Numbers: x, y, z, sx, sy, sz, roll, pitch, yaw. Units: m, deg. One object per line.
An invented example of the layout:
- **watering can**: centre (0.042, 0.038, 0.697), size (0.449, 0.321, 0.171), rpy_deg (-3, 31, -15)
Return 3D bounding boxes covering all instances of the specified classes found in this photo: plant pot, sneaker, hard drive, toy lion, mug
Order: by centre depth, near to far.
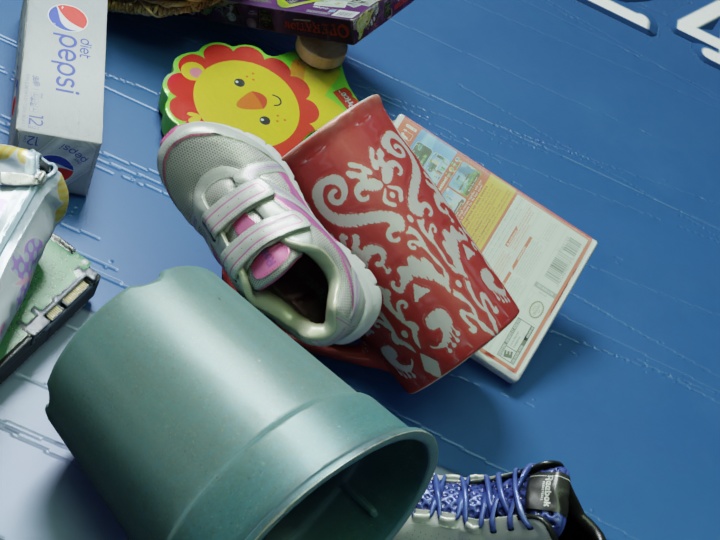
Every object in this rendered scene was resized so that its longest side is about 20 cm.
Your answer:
- **plant pot**: centre (-0.088, 0.113, 0.883), size (0.200, 0.200, 0.196), rpy_deg (-25, 59, -39)
- **sneaker**: centre (-0.065, -0.026, 0.955), size (0.200, 0.081, 0.088), rpy_deg (44, 9, -2)
- **sneaker**: centre (0.090, 0.167, 0.967), size (0.199, 0.115, 0.081), rpy_deg (23, 45, -7)
- **hard drive**: centre (-0.304, -0.010, 0.976), size (0.200, 0.038, 0.140), rpy_deg (34, 45, 5)
- **mug**: centre (0.006, -0.005, 1.066), size (0.200, 0.177, 0.133), rpy_deg (52, 30, 0)
- **toy lion**: centre (-0.067, -0.123, 1.183), size (0.192, 0.069, 0.200), rpy_deg (-27, 68, -32)

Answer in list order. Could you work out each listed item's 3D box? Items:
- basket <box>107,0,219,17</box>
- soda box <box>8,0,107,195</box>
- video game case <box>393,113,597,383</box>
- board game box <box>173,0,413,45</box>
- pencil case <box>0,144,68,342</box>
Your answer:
- **basket**: centre (-0.162, -0.305, 1.242), size (0.143, 0.149, 0.200), rpy_deg (32, 41, -14)
- **soda box**: centre (-0.245, -0.158, 1.115), size (0.068, 0.063, 0.200), rpy_deg (8, 49, -19)
- **video game case**: centre (0.079, -0.019, 1.137), size (0.200, 0.017, 0.143), rpy_deg (33, 75, -2)
- **board game box**: centre (-0.063, -0.251, 1.247), size (0.200, 0.032, 0.120), rpy_deg (15, 41, 27)
- **pencil case**: centre (-0.256, 0.006, 0.898), size (0.083, 0.091, 0.200), rpy_deg (54, 35, -36)
